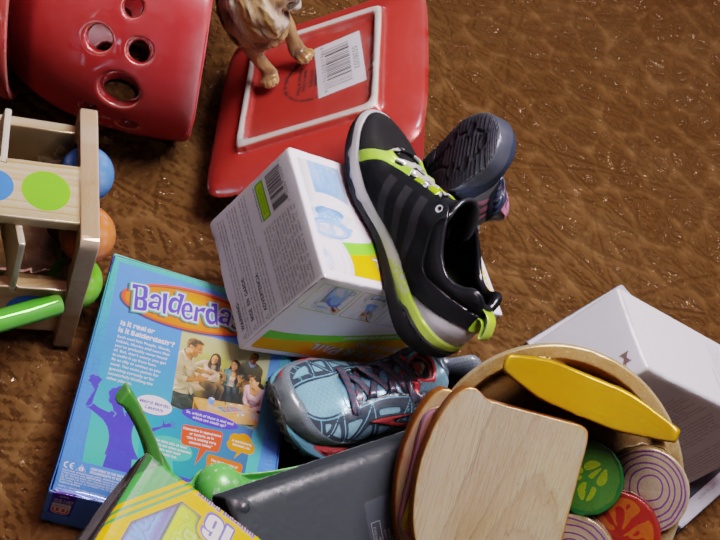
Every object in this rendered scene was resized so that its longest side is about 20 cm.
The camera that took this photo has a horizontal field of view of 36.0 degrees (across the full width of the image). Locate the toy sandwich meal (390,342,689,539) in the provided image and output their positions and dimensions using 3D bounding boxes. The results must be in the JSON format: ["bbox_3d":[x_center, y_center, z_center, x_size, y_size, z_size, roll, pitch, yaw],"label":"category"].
[{"bbox_3d":[0.122,0.141,0.728,0.201,0.070,0.210,0,91,-1],"label":"toy sandwich meal"}]

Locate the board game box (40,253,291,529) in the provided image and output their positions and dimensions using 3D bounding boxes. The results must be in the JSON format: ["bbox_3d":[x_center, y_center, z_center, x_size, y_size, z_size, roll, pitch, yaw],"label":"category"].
[{"bbox_3d":[-0.129,0.096,0.793,0.149,0.045,0.203,17,48,-13],"label":"board game box"}]

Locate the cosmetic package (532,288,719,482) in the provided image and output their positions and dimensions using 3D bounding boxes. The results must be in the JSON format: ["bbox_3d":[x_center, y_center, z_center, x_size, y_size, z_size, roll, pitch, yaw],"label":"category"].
[{"bbox_3d":[0.225,0.096,0.856,0.198,0.101,0.072,25,41,-39],"label":"cosmetic package"}]

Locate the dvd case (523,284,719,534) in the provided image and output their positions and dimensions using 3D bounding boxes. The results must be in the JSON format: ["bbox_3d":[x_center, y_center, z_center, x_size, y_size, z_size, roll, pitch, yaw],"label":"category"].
[{"bbox_3d":[0.251,0.118,0.983,0.149,0.025,0.201,-24,66,-38],"label":"dvd case"}]

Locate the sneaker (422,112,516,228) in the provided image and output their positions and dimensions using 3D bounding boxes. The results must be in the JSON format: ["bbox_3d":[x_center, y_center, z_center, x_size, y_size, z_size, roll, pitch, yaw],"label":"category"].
[{"bbox_3d":[0.104,-0.078,0.954,0.081,0.200,0.071,19,76,-12],"label":"sneaker"}]

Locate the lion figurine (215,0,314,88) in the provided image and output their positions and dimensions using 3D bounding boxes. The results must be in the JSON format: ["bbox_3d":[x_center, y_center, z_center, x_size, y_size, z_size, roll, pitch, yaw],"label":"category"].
[{"bbox_3d":[-0.091,-0.237,0.920,0.072,0.123,0.201,-30,43,2],"label":"lion figurine"}]

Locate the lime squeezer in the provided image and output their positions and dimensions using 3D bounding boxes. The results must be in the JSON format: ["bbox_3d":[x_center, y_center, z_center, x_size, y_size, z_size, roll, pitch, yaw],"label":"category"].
[{"bbox_3d":[-0.097,0.124,0.715,0.199,0.071,0.038,28,3,-45],"label":"lime squeezer"}]

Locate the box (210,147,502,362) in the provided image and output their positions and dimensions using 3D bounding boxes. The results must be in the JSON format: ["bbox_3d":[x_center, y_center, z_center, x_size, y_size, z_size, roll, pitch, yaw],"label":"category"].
[{"bbox_3d":[0.000,0.000,0.853,0.198,0.101,0.114,12,51,-44],"label":"box"}]

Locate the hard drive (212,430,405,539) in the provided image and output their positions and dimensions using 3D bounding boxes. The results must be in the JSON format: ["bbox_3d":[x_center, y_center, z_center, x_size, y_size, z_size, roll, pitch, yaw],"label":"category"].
[{"bbox_3d":[0.004,0.192,0.746,0.197,0.033,0.142,-12,92,-34],"label":"hard drive"}]

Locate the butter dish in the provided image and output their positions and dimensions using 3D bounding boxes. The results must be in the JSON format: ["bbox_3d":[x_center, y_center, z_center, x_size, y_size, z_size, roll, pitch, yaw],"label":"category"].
[{"bbox_3d":[-0.015,-0.120,0.970,0.196,0.149,0.203,-14,47,19],"label":"butter dish"}]

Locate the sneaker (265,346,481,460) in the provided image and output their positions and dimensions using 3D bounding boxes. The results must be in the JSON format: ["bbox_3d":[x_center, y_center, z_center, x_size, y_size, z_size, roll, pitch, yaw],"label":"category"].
[{"bbox_3d":[0.018,0.083,0.815,0.198,0.095,0.080,6,51,-45],"label":"sneaker"}]

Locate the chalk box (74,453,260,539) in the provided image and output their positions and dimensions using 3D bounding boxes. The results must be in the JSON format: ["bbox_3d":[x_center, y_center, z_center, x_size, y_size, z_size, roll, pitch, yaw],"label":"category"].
[{"bbox_3d":[-0.129,0.223,0.584,0.123,0.125,0.201,38,26,-7],"label":"chalk box"}]

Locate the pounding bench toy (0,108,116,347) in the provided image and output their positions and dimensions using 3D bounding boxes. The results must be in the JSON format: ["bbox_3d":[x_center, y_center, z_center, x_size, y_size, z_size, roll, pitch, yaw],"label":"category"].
[{"bbox_3d":[-0.249,-0.005,0.760,0.153,0.125,0.203,6,51,-22],"label":"pounding bench toy"}]

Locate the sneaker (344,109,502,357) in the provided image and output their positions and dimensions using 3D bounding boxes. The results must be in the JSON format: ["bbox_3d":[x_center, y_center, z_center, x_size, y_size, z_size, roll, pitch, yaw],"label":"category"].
[{"bbox_3d":[0.052,-0.037,0.782,0.071,0.082,0.203,7,57,-46],"label":"sneaker"}]

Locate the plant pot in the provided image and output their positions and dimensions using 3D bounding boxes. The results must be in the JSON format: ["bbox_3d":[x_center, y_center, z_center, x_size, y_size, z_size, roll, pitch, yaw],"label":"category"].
[{"bbox_3d":[-0.213,-0.220,0.912,0.179,0.202,0.203,8,49,-10],"label":"plant pot"}]
